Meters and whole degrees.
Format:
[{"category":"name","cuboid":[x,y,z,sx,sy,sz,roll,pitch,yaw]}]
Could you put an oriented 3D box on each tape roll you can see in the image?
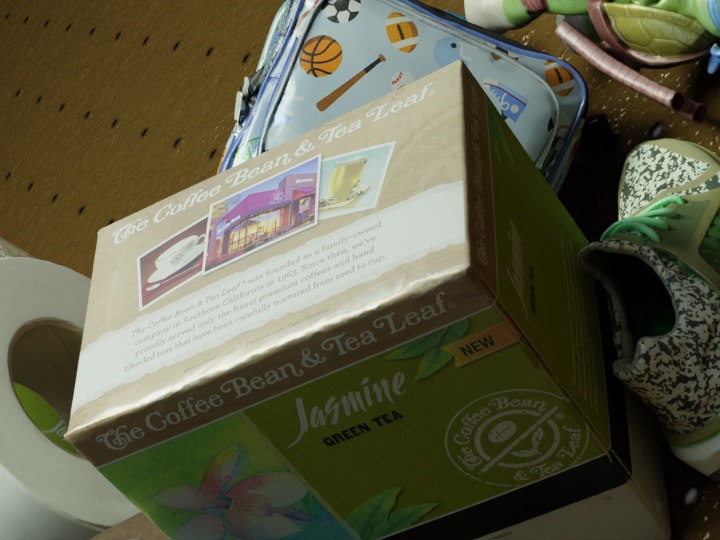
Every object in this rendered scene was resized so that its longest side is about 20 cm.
[{"category":"tape roll","cuboid":[-0.199,0.094,1.185,0.071,0.202,0.204,-39,32,30]}]

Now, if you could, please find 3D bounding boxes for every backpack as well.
[{"category":"backpack","cuboid":[0.013,-0.043,0.963,0.154,0.198,0.192,17,-83,-85]}]

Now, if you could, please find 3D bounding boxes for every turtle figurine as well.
[{"category":"turtle figurine","cuboid":[0.143,-0.182,0.967,0.143,0.202,0.193,-30,12,-25]}]

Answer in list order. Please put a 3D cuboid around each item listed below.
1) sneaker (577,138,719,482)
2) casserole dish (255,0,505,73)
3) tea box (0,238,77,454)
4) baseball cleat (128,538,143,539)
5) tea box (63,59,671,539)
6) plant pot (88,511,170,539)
[{"category":"sneaker","cuboid":[0.137,-0.004,0.843,0.077,0.088,0.201,-43,30,27]},{"category":"casserole dish","cuboid":[0.005,-0.109,1.132,0.199,0.039,0.122,20,92,35]},{"category":"tea box","cuboid":[-0.283,0.090,1.312,0.133,0.199,0.198,-21,43,50]},{"category":"baseball cleat","cuboid":[-0.019,0.161,0.815,0.107,0.200,0.070,-48,21,-3]},{"category":"tea box","cuboid":[0.007,0.048,0.837,0.199,0.197,0.134,-24,39,22]},{"category":"plant pot","cuboid":[-0.143,0.229,1.001,0.200,0.187,0.187,-47,25,-12]}]
